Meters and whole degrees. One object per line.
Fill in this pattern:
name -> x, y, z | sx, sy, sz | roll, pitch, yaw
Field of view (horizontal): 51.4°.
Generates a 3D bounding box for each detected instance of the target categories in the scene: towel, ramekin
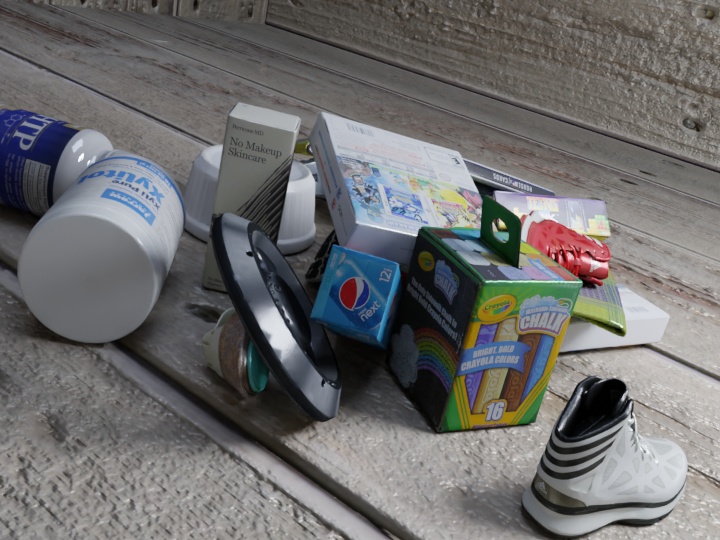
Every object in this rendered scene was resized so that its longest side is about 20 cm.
towel -> 0.252, 0.015, 0.931 | 0.140, 0.023, 0.201 | 15, 24, 3
towel -> -0.062, -0.195, 1.163 | 0.141, 0.023, 0.198 | -17, 15, -29
ramekin -> -0.152, -0.106, 1.044 | 0.197, 0.097, 0.203 | 11, 22, -4

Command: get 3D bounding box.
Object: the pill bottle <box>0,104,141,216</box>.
pill bottle -> -0.371, -0.123, 0.926 | 0.195, 0.123, 0.120 | 16, 22, 6

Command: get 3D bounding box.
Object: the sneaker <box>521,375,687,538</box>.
sneaker -> 0.229, 0.148, 0.635 | 0.197, 0.118, 0.075 | -3, 27, -36

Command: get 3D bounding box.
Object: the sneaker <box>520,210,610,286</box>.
sneaker -> 0.237, -0.018, 0.873 | 0.113, 0.080, 0.200 | 17, 25, 15

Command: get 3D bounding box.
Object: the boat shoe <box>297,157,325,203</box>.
boat shoe -> -0.081, -0.146, 1.217 | 0.195, 0.076, 0.068 | -15, 15, -28

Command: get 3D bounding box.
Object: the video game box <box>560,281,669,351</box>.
video game box -> 0.274, 0.038, 0.995 | 0.195, 0.048, 0.182 | 0, 29, -30

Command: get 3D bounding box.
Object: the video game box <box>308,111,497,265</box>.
video game box -> 0.051, -0.082, 0.826 | 0.196, 0.047, 0.185 | 11, 40, -28

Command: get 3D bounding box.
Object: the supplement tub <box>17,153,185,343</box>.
supplement tub -> -0.253, -0.031, 0.761 | 0.128, 0.135, 0.201 | 9, 22, -10

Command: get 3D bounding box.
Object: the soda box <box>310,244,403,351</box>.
soda box -> 0.003, 0.033, 0.728 | 0.063, 0.070, 0.200 | 16, -7, 6

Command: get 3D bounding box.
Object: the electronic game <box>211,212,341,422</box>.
electronic game -> -0.072, 0.040, 0.661 | 0.041, 0.202, 0.201 | -29, 25, 5

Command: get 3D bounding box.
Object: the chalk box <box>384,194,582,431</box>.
chalk box -> 0.120, 0.034, 0.728 | 0.121, 0.205, 0.125 | 2, 25, -28

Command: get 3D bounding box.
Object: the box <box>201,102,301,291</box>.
box -> -0.125, -0.077, 0.849 | 0.080, 0.205, 0.069 | 11, 23, -4

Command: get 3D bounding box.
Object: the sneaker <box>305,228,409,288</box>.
sneaker -> 0.000, 0.000, 0.888 | 0.084, 0.078, 0.199 | 37, -16, -23

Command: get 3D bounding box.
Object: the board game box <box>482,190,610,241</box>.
board game box -> 0.229, -0.055, 1.079 | 0.195, 0.058, 0.165 | 2, -17, -26

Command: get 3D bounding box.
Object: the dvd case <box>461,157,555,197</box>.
dvd case -> 0.158, -0.103, 1.063 | 0.196, 0.025, 0.149 | 13, -21, -36

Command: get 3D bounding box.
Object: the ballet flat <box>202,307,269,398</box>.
ballet flat -> -0.114, 0.067, 0.720 | 0.065, 0.070, 0.200 | -5, 16, 6
